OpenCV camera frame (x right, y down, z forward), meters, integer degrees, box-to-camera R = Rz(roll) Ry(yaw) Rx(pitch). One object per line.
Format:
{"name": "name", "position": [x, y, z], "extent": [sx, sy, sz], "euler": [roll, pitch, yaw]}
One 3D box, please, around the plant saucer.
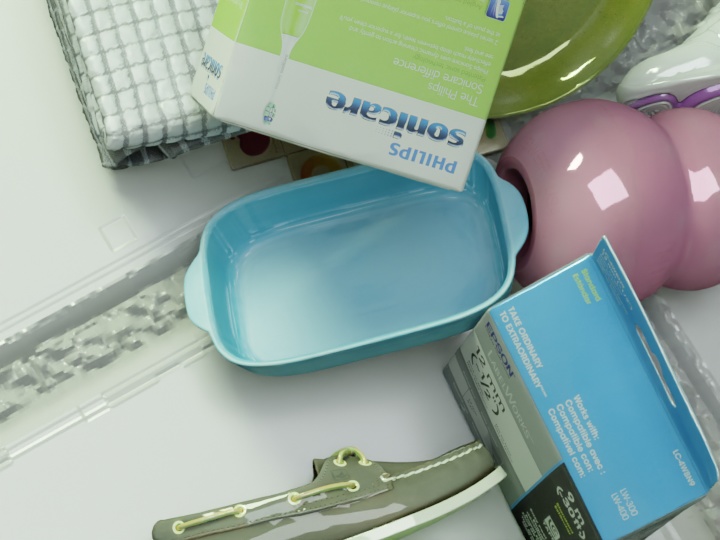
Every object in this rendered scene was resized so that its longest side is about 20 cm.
{"name": "plant saucer", "position": [0.079, -0.187, 1.457], "extent": [0.200, 0.031, 0.200], "euler": [-6, 115, -14]}

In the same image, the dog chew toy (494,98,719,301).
{"name": "dog chew toy", "position": [0.179, -0.040, 1.459], "extent": [0.200, 0.125, 0.125], "euler": [-4, 74, -20]}

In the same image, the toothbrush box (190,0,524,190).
{"name": "toothbrush box", "position": [0.010, -0.162, 1.357], "extent": [0.145, 0.086, 0.200], "euler": [15, 97, -15]}

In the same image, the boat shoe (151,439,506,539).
{"name": "boat shoe", "position": [-0.017, 0.133, 1.397], "extent": [0.201, 0.072, 0.060], "euler": [-22, 83, -11]}

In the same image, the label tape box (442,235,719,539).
{"name": "label tape box", "position": [0.117, 0.081, 1.366], "extent": [0.066, 0.200, 0.143], "euler": [-23, 78, -13]}

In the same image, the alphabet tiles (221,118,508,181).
{"name": "alphabet tiles", "position": [0.001, -0.132, 1.512], "extent": [0.200, 0.006, 0.167], "euler": [-16, 77, -13]}

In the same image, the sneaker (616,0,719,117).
{"name": "sneaker", "position": [0.236, -0.142, 1.529], "extent": [0.200, 0.075, 0.100], "euler": [-19, 65, -19]}

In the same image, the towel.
{"name": "towel", "position": [-0.101, -0.165, 1.460], "extent": [0.165, 0.086, 0.200], "euler": [-15, 80, -18]}

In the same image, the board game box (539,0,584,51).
{"name": "board game box", "position": [0.118, -0.232, 1.495], "extent": [0.103, 0.019, 0.200], "euler": [-43, 121, -17]}

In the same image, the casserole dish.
{"name": "casserole dish", "position": [0.000, 0.000, 1.424], "extent": [0.200, 0.039, 0.121], "euler": [-14, 55, 5]}
